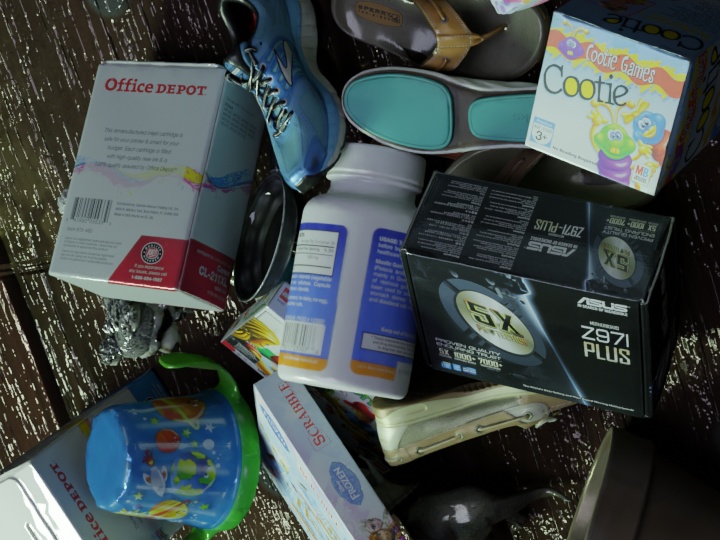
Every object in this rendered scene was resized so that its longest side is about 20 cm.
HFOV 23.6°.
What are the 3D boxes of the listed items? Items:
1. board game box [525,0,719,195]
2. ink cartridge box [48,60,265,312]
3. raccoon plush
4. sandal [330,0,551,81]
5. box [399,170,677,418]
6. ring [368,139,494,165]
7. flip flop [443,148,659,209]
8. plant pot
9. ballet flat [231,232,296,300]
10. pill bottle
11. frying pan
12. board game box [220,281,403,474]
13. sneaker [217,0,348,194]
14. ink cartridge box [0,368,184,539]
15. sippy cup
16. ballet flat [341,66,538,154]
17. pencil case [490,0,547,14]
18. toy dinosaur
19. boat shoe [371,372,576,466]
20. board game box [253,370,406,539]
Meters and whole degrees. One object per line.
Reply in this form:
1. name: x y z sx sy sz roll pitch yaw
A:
1. board game box: 0.212 -0.148 1.227 0.104 0.200 0.104 24 123 22
2. ink cartridge box: -0.175 -0.076 1.525 0.145 0.083 0.201 6 78 31
3. raccoon plush: -0.243 0.013 1.638 0.199 0.134 0.097 25 125 20
4. sandal: 0.058 -0.198 1.394 0.199 0.055 0.082 18 121 22
5. box: 0.146 0.021 1.370 0.199 0.086 0.164 13 146 19
6. ring: 0.072 -0.035 1.488 0.199 0.019 0.202 14 118 27
7. flip flop: 0.145 -0.065 1.388 0.199 0.058 0.082 -6 106 27
8. plant pot: 0.257 0.249 1.417 0.172 0.200 0.201 17 122 5
9. ballet flat: -0.043 0.024 1.568 0.199 0.068 0.062 32 165 8
10. pill bottle: 0.000 0.000 1.431 0.111 0.112 0.201 7 85 30
11. frying pan: -0.082 -0.059 1.518 0.031 0.191 0.115 15 144 -21
12. board game box: -0.022 0.099 1.545 0.200 0.035 0.126 39 152 -8
13. sneaker: -0.077 -0.152 1.431 0.078 0.090 0.201 -42 55 39
14. ink cartridge box: -0.267 0.225 1.715 0.144 0.200 0.148 -31 94 39
15. sippy cup: -0.181 0.176 1.605 0.139 0.130 0.179 -34 59 51
16. ballet flat: 0.085 -0.129 1.393 0.199 0.069 0.070 6 116 19
17. pencil case: 0.101 -0.294 1.301 0.083 0.091 0.201 -17 103 51
18. toy dinosaur: 0.088 0.222 1.545 0.199 0.102 0.077 1 72 33
19. boat shoe: 0.112 0.117 1.464 0.199 0.073 0.064 -13 107 0
20. board game box: -0.026 0.210 1.558 0.200 0.041 0.200 55 164 21
